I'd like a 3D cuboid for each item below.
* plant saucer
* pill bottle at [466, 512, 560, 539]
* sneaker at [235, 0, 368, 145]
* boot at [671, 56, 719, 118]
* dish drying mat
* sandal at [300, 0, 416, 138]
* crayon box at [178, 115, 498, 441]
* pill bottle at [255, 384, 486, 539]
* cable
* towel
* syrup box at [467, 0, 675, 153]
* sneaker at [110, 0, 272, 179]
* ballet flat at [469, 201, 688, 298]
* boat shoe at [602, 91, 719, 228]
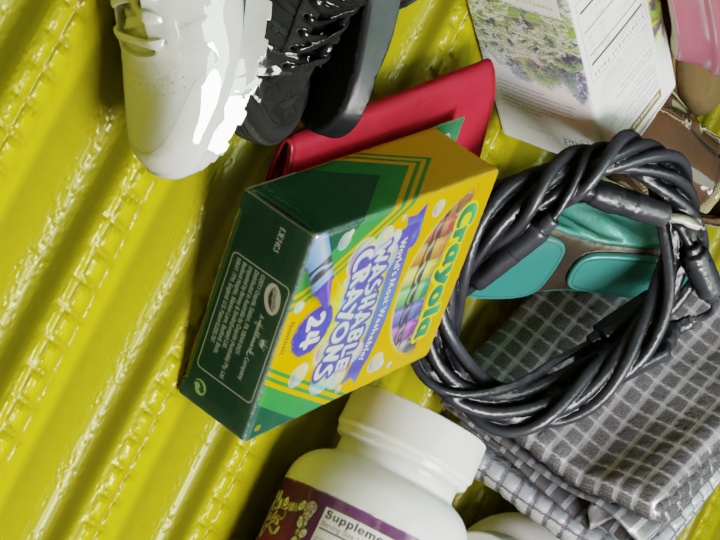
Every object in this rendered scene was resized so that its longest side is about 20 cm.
[{"bbox_3d":[0.186,-0.203,1.287,0.201,0.050,0.202,-16,90,-86],"label":"plant saucer"},{"bbox_3d":[0.117,0.216,1.442,0.200,0.111,0.112,16,93,-60],"label":"pill bottle"},{"bbox_3d":[-0.014,-0.142,1.034,0.060,0.104,0.202,-30,131,-48],"label":"sneaker"},{"bbox_3d":[0.295,-0.157,1.428,0.066,0.199,0.177,-35,135,-44],"label":"boot"},{"bbox_3d":[0.010,-0.062,1.197,0.199,0.018,0.077,-25,137,-50],"label":"dish drying mat"},{"bbox_3d":[0.018,-0.162,1.097,0.045,0.075,0.202,10,104,-29],"label":"sandal"},{"bbox_3d":[0.000,0.000,1.164,0.199,0.051,0.127,-23,140,-52],"label":"crayon box"},{"bbox_3d":[-0.008,0.170,1.217,0.201,0.112,0.112,-64,149,-10],"label":"pill bottle"},{"bbox_3d":[0.118,0.010,1.272,0.199,0.051,0.164,-23,125,-12],"label":"cable"},{"bbox_3d":[0.163,0.074,1.372,0.200,0.165,0.086,-44,162,-34],"label":"towel"},{"bbox_3d":[0.115,-0.158,1.254,0.082,0.078,0.201,-51,144,-23],"label":"syrup box"},{"bbox_3d":[-0.084,-0.141,0.970,0.080,0.076,0.202,0,103,-46],"label":"sneaker"},{"bbox_3d":[0.114,-0.021,1.334,0.198,0.071,0.068,4,137,-28],"label":"ballet flat"},{"bbox_3d":[0.212,-0.074,1.455,0.202,0.075,0.075,19,101,-59],"label":"boat shoe"}]
